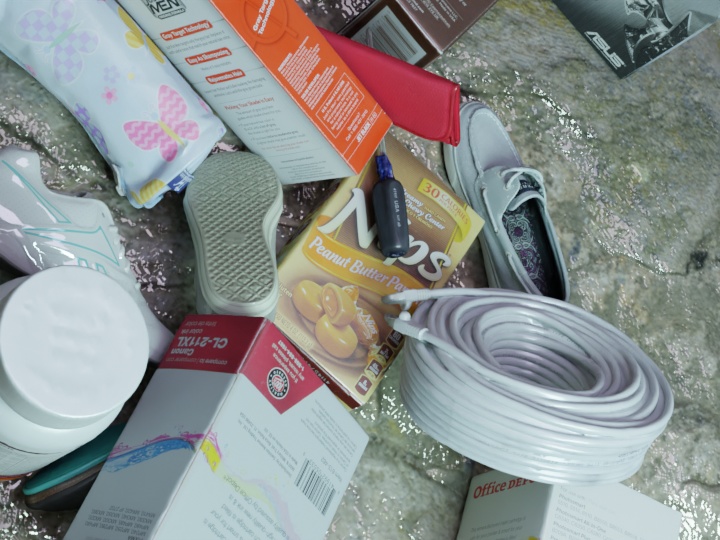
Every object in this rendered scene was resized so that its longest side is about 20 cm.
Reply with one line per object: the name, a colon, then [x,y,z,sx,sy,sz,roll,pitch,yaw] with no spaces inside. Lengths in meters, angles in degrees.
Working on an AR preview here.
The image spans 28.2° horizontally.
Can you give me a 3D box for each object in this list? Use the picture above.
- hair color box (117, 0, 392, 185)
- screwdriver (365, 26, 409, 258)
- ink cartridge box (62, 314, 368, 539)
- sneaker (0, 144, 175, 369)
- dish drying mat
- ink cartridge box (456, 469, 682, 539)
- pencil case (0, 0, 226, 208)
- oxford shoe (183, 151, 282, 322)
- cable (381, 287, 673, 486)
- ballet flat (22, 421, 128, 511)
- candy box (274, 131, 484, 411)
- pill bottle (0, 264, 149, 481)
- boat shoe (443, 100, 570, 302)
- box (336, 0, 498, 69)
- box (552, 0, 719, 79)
hair color box: [-0.077,-0.156,1.069,0.200,0.101,0.061,48,60,-29]
screwdriver: [0.012,-0.103,1.122,0.029,0.028,0.202,-12,68,1]
ink cartridge box: [-0.095,0.152,0.951,0.146,0.082,0.201,53,52,-39]
sneaker: [-0.185,-0.005,0.974,0.200,0.070,0.081,44,68,-27]
dish drying mat: [-0.014,-0.152,1.094,0.199,0.077,0.018,26,65,18]
ink cartridge box: [0.149,0.238,1.086,0.125,0.128,0.201,27,64,-19]
pencil case: [-0.189,-0.142,1.047,0.200,0.091,0.083,50,16,-8]
oxford shoe: [-0.092,-0.019,1.050,0.074,0.058,0.201,0,40,-7]
cable: [0.126,0.084,1.053,0.199,0.070,0.200,-4,33,-39]
ballet flat: [-0.142,0.121,1.004,0.200,0.068,0.069,-40,108,-32]
candy box: [0.000,0.000,1.121,0.115,0.055,0.200,42,60,-10]
pill bottle: [-0.208,0.066,0.902,0.109,0.200,0.111,9,70,-26]
boat shoe: [0.130,-0.053,1.199,0.070,0.071,0.203,-12,81,-31]
box: [0.079,-0.244,1.214,0.075,0.100,0.200,49,58,-6]
box: [0.226,-0.284,1.273,0.200,0.158,0.048,47,59,-9]
